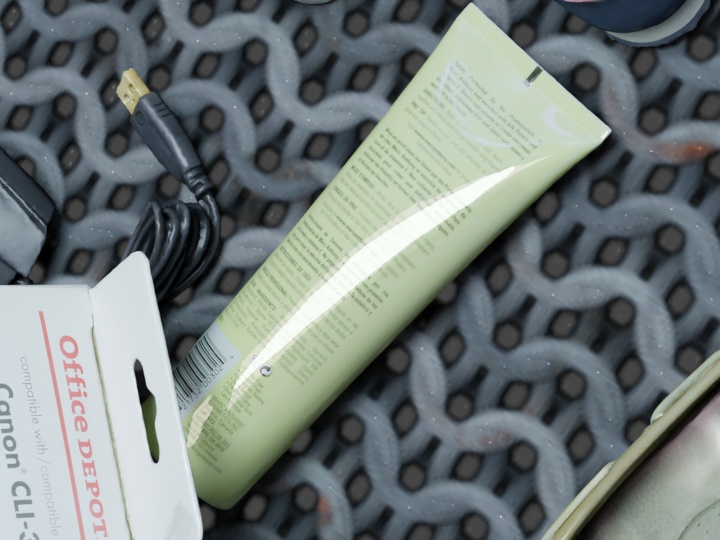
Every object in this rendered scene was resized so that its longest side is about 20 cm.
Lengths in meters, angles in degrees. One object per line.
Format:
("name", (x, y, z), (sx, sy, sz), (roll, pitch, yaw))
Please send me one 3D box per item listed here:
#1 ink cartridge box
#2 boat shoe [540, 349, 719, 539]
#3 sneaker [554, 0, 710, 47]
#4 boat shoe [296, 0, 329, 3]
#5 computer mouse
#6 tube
("ink cartridge box", (-0.144, 0.078, 0.857), (0.200, 0.067, 0.117), (-33, 65, 45))
("boat shoe", (0.099, 0.092, 0.781), (0.201, 0.063, 0.073), (-49, 64, 10))
("sneaker", (0.047, -0.164, 0.845), (0.200, 0.082, 0.070), (46, 103, 26))
("boat shoe", (-0.070, -0.185, 0.918), (0.200, 0.060, 0.076), (43, 100, 26))
("computer mouse", (-0.146, -0.040, 0.935), (0.140, 0.046, 0.200), (-45, 65, 13))
("tube", (0.000, 0.000, 0.860), (0.058, 0.052, 0.200), (39, 97, -15))
